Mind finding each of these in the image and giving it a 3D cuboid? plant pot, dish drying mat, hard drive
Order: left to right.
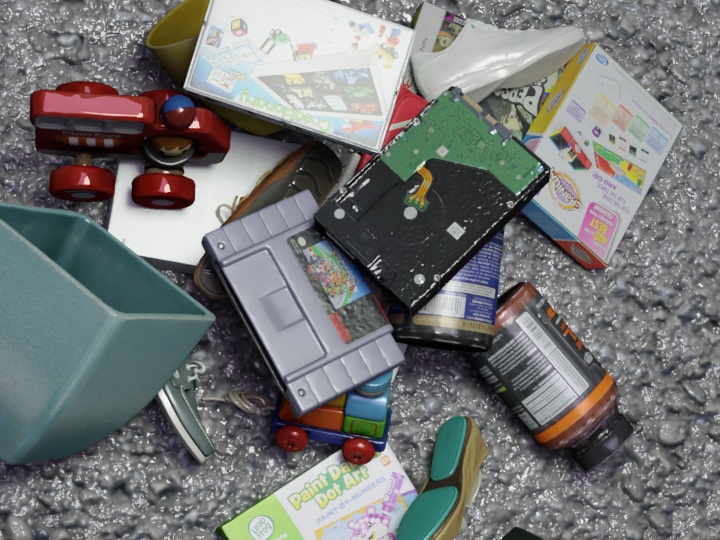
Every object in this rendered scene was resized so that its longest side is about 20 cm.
[{"bbox_3d":[-0.298,0.073,1.530,0.195,0.196,0.201,35,101,20],"label":"plant pot"},{"bbox_3d":[-0.104,-0.229,1.668,0.200,0.200,0.142,-39,115,-17],"label":"plant pot"},{"bbox_3d":[0.030,-0.094,1.661,0.077,0.018,0.201,34,67,-28],"label":"dish drying mat"},{"bbox_3d":[0.071,-0.071,1.558,0.140,0.038,0.200,42,79,15],"label":"hard drive"}]

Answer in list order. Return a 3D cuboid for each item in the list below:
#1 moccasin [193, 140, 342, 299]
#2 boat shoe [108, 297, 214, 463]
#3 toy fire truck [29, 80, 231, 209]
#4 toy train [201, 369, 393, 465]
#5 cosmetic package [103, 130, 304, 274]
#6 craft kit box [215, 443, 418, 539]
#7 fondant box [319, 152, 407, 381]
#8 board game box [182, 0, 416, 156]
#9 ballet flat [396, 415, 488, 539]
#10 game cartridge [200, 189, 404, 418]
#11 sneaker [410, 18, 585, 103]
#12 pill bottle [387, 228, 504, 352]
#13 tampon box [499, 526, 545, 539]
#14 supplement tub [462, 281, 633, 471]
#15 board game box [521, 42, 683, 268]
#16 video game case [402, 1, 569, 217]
[{"bbox_3d":[-0.102,-0.052,1.632,0.074,0.078,0.202,41,70,-20],"label":"moccasin"},{"bbox_3d":[-0.192,0.099,1.629,0.061,0.073,0.201,-27,81,-13],"label":"boat shoe"},{"bbox_3d":[-0.225,-0.135,1.563,0.198,0.168,0.113,4,80,-12],"label":"toy fire truck"},{"bbox_3d":[-0.064,0.119,1.615,0.198,0.116,0.085,11,48,1],"label":"toy train"},{"bbox_3d":[-0.163,-0.072,1.679,0.198,0.052,0.152,11,76,-11],"label":"cosmetic package"},{"bbox_3d":[-0.015,0.297,1.649,0.199,0.049,0.198,-32,85,-17],"label":"craft kit box"},{"bbox_3d":[0.000,0.000,1.675,0.144,0.058,0.201,32,70,-24],"label":"fondant box"},{"bbox_3d":[-0.059,-0.202,1.535,0.199,0.035,0.127,18,85,-6],"label":"board game box"},{"bbox_3d":[0.094,0.236,1.641,0.063,0.068,0.201,53,41,-25],"label":"ballet flat"},{"bbox_3d":[-0.054,0.028,1.555,0.129,0.038,0.201,-26,79,-21],"label":"game cartridge"},{"bbox_3d":[0.149,-0.243,1.742,0.199,0.075,0.089,-22,73,-15],"label":"sneaker"},{"bbox_3d":[0.090,-0.022,1.627,0.111,0.112,0.202,8,84,-12],"label":"pill bottle"},{"bbox_3d":[0.151,0.390,1.607,0.200,0.126,0.150,-37,109,-17],"label":"tampon box"},{"bbox_3d":[0.203,0.117,1.702,0.107,0.107,0.200,-41,91,-17],"label":"supplement tub"},{"bbox_3d":[0.257,-0.127,1.771,0.153,0.040,0.201,39,70,-20],"label":"board game box"},{"bbox_3d":[0.127,-0.180,1.777,0.199,0.036,0.182,23,76,-8],"label":"video game case"}]
